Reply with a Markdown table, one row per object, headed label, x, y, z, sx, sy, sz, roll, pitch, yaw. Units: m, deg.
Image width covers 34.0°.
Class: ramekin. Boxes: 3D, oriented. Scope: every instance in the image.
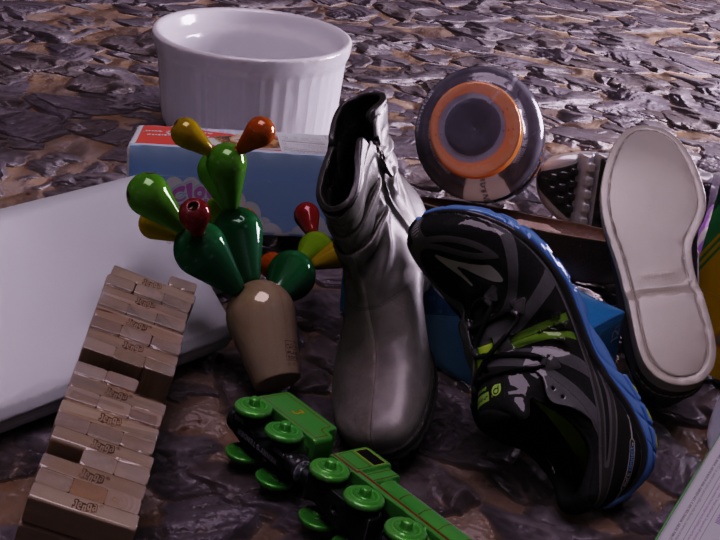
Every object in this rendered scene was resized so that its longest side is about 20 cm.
| label | x | y | z | sx | sy | sz | roll | pitch | yaw |
| --- | --- | --- | --- | --- | --- | --- | --- | --- | --- |
| ramekin | -0.110 | -0.192 | 1.181 | 0.197 | 0.099 | 0.201 | 5 | 25 | -3 |

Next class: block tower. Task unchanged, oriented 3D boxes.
| label | x | y | z | sx | sy | sz | roll | pitch | yaw |
| --- | --- | --- | --- | --- | --- | --- | --- | --- | --- |
| block tower | -0.133 | 0.075 | 0.631 | 0.057 | 0.055 | 0.201 | 20 | 31 | -10 |

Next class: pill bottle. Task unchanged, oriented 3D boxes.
| label | x | y | z | sx | sy | sz | roll | pitch | yaw |
| --- | --- | --- | --- | --- | --- | --- | --- | --- | --- |
| pill bottle | 0.100 | -0.109 | 0.974 | 0.104 | 0.108 | 0.200 | 10 | 4 | 9 |

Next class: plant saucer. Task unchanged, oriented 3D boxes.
| label | x | y | z | sx | sy | sz | roll | pitch | yaw |
| --- | --- | --- | --- | --- | --- | --- | --- | --- | --- |
| plant saucer | 0.130 | -0.022 | 0.901 | 0.197 | 0.037 | 0.200 | 11 | 6 | -1 |

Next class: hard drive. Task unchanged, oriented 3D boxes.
| label | x | y | z | sx | sy | sz | roll | pitch | yaw |
| --- | --- | --- | --- | --- | --- | --- | --- | --- | --- |
| hard drive | -0.190 | 0.018 | 0.730 | 0.198 | 0.026 | 0.133 | -20 | 71 | -39 |

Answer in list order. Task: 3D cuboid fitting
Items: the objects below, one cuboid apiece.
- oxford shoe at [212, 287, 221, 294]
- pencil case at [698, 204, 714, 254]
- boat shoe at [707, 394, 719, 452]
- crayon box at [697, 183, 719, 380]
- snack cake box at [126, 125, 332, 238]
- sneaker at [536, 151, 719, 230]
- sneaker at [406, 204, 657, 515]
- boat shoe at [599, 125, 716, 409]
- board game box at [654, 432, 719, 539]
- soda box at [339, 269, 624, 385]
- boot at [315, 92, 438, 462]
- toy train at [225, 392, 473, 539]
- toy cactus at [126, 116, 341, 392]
| label | x | y | z | sx | sy | sz | roll | pitch | yaw |
| --- | --- | --- | --- | --- | --- | --- | --- | --- | --- |
| oxford shoe | -0.147 | -0.002 | 0.827 | 0.074 | 0.059 | 0.199 | 24 | 32 | 31 |
| pencil case | 0.341 | 0.013 | 0.875 | 0.198 | 0.085 | 0.085 | 23 | -5 | 28 |
| boat shoe | 0.263 | 0.042 | 0.694 | 0.068 | 0.057 | 0.202 | 21 | 73 | 41 |
| crayon box | 0.319 | 0.012 | 0.757 | 0.198 | 0.175 | 0.058 | 25 | 22 | 36 |
| snack cake box | -0.087 | -0.073 | 0.953 | 0.196 | 0.068 | 0.115 | 3 | 15 | -7 |
| sneaker | 0.238 | -0.066 | 1.036 | 0.197 | 0.076 | 0.081 | 7 | 15 | -19 |
| sneaker | 0.091 | 0.048 | 0.672 | 0.082 | 0.071 | 0.201 | -27 | 80 | -38 |
| boat shoe | 0.194 | -0.003 | 0.793 | 0.071 | 0.063 | 0.203 | 1 | 60 | 0 |
| board game box | 0.235 | 0.163 | 0.544 | 0.198 | 0.041 | 0.153 | 22 | 44 | 30 |
| soda box | 0.076 | 0.027 | 0.799 | 0.064 | 0.069 | 0.199 | -20 | 36 | -41 |
| boot | 0.000 | 0.000 | 0.704 | 0.067 | 0.131 | 0.202 | -8 | 49 | 18 |
| toy train | -0.001 | 0.121 | 0.626 | 0.056 | 0.042 | 0.199 | -3 | 25 | -43 |
| toy cactus | -0.065 | -0.007 | 0.766 | 0.101 | 0.167 | 0.200 | -23 | -22 | 17 |
